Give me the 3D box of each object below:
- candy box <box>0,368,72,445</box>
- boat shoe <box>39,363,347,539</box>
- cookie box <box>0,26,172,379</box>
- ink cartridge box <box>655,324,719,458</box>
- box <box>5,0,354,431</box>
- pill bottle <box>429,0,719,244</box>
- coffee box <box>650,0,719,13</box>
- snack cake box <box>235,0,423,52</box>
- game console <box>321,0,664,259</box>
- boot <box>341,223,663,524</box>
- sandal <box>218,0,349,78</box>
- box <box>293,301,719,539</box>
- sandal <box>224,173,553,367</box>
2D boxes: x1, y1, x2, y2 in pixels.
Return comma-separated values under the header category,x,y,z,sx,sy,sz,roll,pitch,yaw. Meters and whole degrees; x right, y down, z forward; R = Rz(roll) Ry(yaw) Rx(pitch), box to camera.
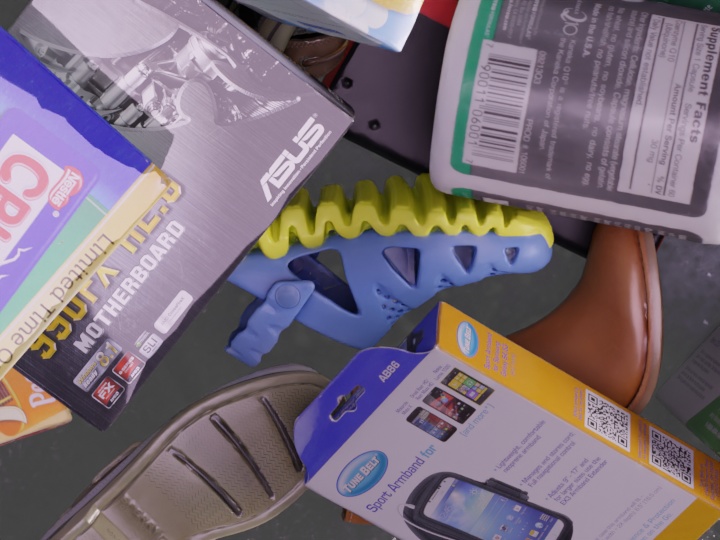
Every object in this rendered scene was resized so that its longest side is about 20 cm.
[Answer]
category,x,y,z,sx,sy,sz,roll,pitch,yaw
candy box,-0.231,-0.002,1.383,0.115,0.055,0.200,-19,101,-3
boat shoe,-0.097,0.112,1.411,0.200,0.068,0.075,-34,104,-3
cookie box,-0.216,-0.043,1.247,0.200,0.075,0.171,41,86,-11
ink cartridge box,0.262,0.032,1.402,0.088,0.145,0.200,41,92,-11
box,-0.124,-0.048,1.327,0.158,0.048,0.200,38,98,-11
pill bottle,0.141,-0.075,1.342,0.200,0.113,0.113,11,98,6
coffee box,0.171,-0.185,1.383,0.200,0.044,0.123,25,63,-11
snack cake box,0.005,-0.211,1.278,0.067,0.115,0.200,25,88,-34
game console,0.100,-0.113,1.423,0.200,0.031,0.177,26,101,-9
boot,0.072,0.053,1.421,0.155,0.077,0.200,7,114,-2
sandal,-0.042,-0.116,1.386,0.057,0.080,0.201,31,99,-31
box,0.068,0.097,1.364,0.200,0.041,0.119,32,125,-15
sandal,0.000,0.000,1.398,0.200,0.079,0.087,-5,104,11
